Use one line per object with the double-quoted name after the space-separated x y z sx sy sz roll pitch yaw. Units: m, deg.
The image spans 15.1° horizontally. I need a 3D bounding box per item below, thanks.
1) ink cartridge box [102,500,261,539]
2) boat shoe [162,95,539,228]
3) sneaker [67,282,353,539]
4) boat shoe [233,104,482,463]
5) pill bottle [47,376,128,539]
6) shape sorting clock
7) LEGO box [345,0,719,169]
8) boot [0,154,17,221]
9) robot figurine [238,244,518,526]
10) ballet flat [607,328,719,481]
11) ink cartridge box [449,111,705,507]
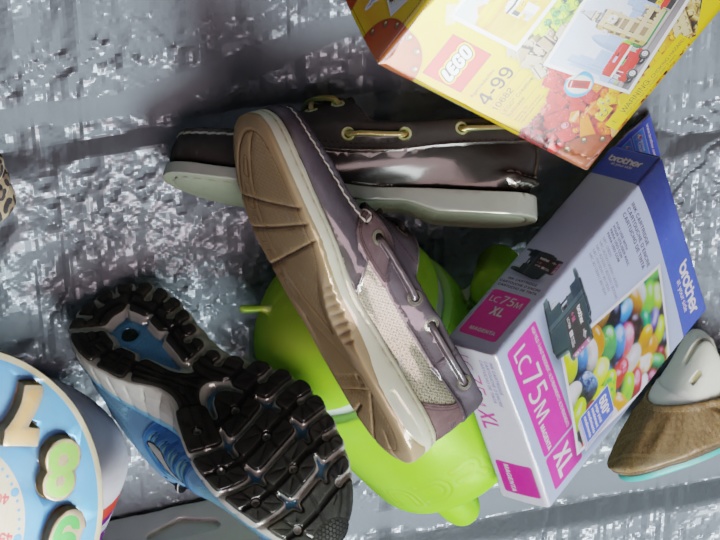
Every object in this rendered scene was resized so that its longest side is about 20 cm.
-0.094 0.241 1.631 0.146 0.086 0.200 -12 130 -10 "ink cartridge box"
-0.004 -0.062 1.446 0.201 0.072 0.061 5 82 -9 "boat shoe"
-0.073 0.089 1.466 0.078 0.200 0.090 -36 146 -20 "sneaker"
0.000 0.000 1.392 0.065 0.072 0.200 -31 101 -22 "boat shoe"
-0.208 0.161 1.511 0.112 0.112 0.200 8 123 -24 "pill bottle"
-0.216 0.135 1.368 0.200 0.039 0.200 -15 116 -32 "shape sorting clock"
0.112 -0.172 1.389 0.149 0.077 0.200 24 115 -32 "LEGO box"
-0.271 -0.067 1.346 0.200 0.073 0.151 -20 130 -11 "boot"
0.021 0.057 1.507 0.175 0.116 0.200 -33 129 14 "robot figurine"
0.234 0.061 1.624 0.200 0.068 0.072 -18 110 -5 "ballet flat"
0.130 0.019 1.495 0.200 0.042 0.119 -50 136 -32 "ink cartridge box"
